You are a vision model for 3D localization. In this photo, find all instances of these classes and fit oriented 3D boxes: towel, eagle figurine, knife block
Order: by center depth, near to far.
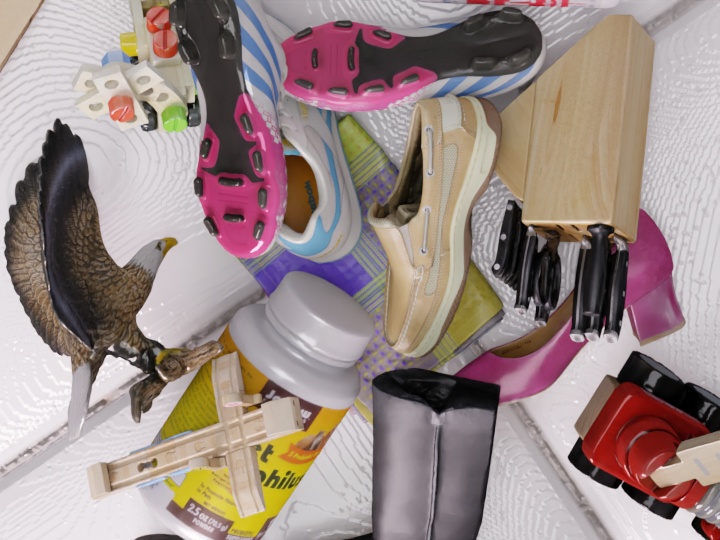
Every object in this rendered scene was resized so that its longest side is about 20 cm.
[{"bbox_3d":[0.171,-0.057,1.684,0.200,0.064,0.176,-42,66,8],"label":"knife block"},{"bbox_3d":[-0.196,0.006,1.713,0.152,0.151,0.200,-40,96,27],"label":"eagle figurine"},{"bbox_3d":[0.000,0.000,1.762,0.143,0.023,0.200,-36,95,9],"label":"towel"}]

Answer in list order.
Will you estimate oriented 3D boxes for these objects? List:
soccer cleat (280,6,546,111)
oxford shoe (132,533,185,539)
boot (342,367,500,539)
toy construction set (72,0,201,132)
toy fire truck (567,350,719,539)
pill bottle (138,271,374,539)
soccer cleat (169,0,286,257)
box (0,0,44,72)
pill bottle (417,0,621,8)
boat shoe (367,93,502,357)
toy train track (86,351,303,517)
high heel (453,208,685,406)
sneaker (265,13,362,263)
[{"bbox_3d":[0.036,-0.141,1.701,0.199,0.086,0.070,-6,69,-2],"label":"soccer cleat"},{"bbox_3d":[-0.093,0.265,1.789,0.199,0.071,0.072,26,125,5],"label":"oxford shoe"},{"bbox_3d":[0.014,0.165,1.726,0.164,0.066,0.201,1,126,-7],"label":"boot"},{"bbox_3d":[-0.148,-0.174,1.677,0.092,0.131,0.201,5,56,-1],"label":"toy construction set"},{"bbox_3d":[0.261,0.144,1.663,0.176,0.200,0.129,30,100,-15],"label":"toy fire truck"},{"bbox_3d":[-0.073,0.102,1.725,0.109,0.109,0.200,33,109,-1],"label":"pill bottle"},{"bbox_3d":[-0.076,-0.113,1.632,0.070,0.086,0.201,0,106,31],"label":"soccer cleat"},{"bbox_3d":[-0.349,-0.206,1.751,0.199,0.021,0.164,33,95,-1],"label":"box"},{"bbox_3d":[0.089,-0.245,1.672,0.199,0.112,0.113,2,99,3],"label":"pill bottle"},{"bbox_3d":[0.038,-0.033,1.690,0.076,0.072,0.201,3,110,-29],"label":"boat shoe"},{"bbox_3d":[-0.127,0.127,1.674,0.199,0.032,0.115,-22,73,35],"label":"toy train track"},{"bbox_3d":[0.138,0.031,1.729,0.199,0.067,0.096,-21,106,2],"label":"high heel"},{"bbox_3d":[-0.058,-0.105,1.708,0.076,0.081,0.201,-26,78,14],"label":"sneaker"}]
